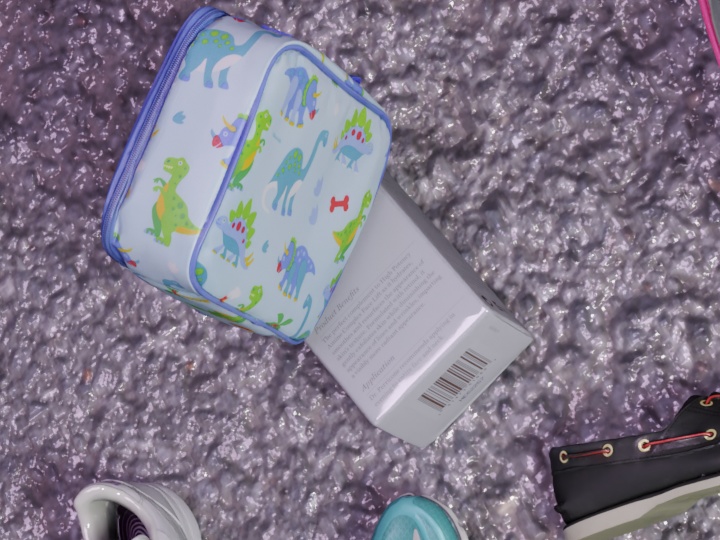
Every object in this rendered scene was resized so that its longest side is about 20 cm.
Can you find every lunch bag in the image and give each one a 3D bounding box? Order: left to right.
[{"bbox_3d":[-0.060,-0.053,1.621,0.082,0.200,0.162,21,86,23],"label":"lunch bag"}]

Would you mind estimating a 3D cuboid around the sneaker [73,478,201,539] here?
[{"bbox_3d":[-0.117,0.212,1.715,0.075,0.100,0.201,-36,65,11],"label":"sneaker"}]

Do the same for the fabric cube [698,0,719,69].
[{"bbox_3d":[0.316,-0.102,1.530,0.199,0.199,0.197,-23,68,19],"label":"fabric cube"}]

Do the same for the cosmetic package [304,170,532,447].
[{"bbox_3d":[0.000,0.000,1.732,0.102,0.074,0.200,-44,60,9],"label":"cosmetic package"}]

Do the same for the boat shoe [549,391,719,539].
[{"bbox_3d":[0.197,0.098,1.604,0.201,0.074,0.063,-20,76,25],"label":"boat shoe"}]

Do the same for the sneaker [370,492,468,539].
[{"bbox_3d":[0.011,0.225,1.659,0.077,0.080,0.201,12,81,28],"label":"sneaker"}]
